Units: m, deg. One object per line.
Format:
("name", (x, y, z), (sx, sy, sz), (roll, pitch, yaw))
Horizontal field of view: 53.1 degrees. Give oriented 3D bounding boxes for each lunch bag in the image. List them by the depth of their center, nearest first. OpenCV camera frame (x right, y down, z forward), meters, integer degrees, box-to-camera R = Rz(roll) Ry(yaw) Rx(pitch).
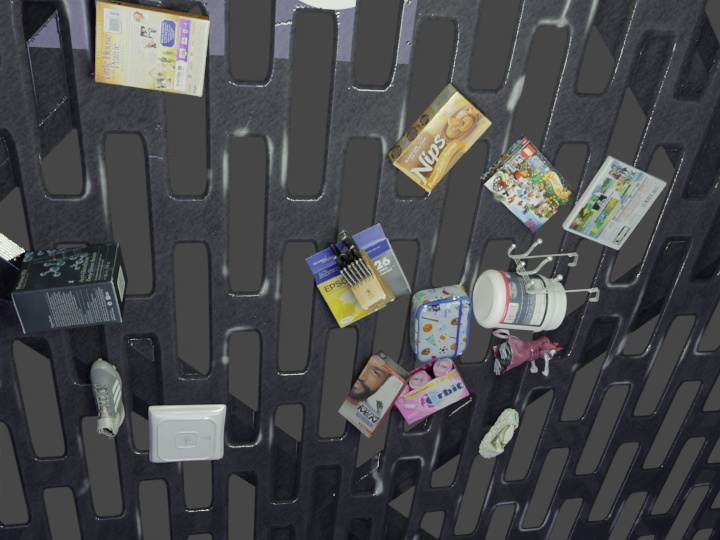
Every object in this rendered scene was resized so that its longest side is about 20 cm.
("lunch bag", (0.204, 0.131, 1.805), (0.157, 0.076, 0.203), (-7, 126, -11))

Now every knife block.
("knife block", (0.000, 0.000, 1.634), (0.063, 0.178, 0.200), (-29, 170, 9))

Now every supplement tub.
("supplement tub", (0.387, 0.076, 1.767), (0.196, 0.141, 0.142), (6, 123, -18))

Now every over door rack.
("over door rack", (0.467, -0.005, 1.729), (0.196, 0.149, 0.067), (6, 129, -16))

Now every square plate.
("square plate", (-0.454, 0.433, 1.886), (0.194, 0.029, 0.203), (1, 124, -13))

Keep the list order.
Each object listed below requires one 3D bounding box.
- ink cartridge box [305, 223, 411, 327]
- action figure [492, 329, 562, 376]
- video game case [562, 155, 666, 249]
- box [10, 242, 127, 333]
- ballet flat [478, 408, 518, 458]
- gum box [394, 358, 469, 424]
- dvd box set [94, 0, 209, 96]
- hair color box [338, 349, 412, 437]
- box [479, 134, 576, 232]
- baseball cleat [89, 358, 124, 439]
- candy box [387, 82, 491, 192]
("ink cartridge box", (-0.001, 0.016, 1.696), (0.195, 0.047, 0.202), (-25, 128, 5))
("action figure", (0.444, 0.211, 1.923), (0.196, 0.134, 0.152), (-13, 85, -19))
("video game case", (0.609, -0.158, 1.733), (0.179, 0.022, 0.202), (17, 119, -23))
("box", (-0.599, 0.034, 1.502), (0.196, 0.149, 0.109), (-7, 126, -9))
("ballet flat", (0.404, 0.491, 2.105), (0.070, 0.072, 0.203), (10, 122, -19))
("gum box", (0.178, 0.320, 1.932), (0.197, 0.067, 0.114), (-28, 127, 7))
("dvd box set", (-0.383, -0.406, 1.322), (0.196, 0.030, 0.149), (3, 123, -16))
("hair color box", (0.036, 0.320, 1.869), (0.110, 0.064, 0.202), (36, 116, 15))
("box", (0.383, -0.195, 1.644), (0.136, 0.038, 0.199), (-43, 122, 17))
("baseball cleat", (-0.604, 0.314, 1.720), (0.068, 0.107, 0.203), (-7, 124, -2))
("candy box", (0.166, -0.278, 1.524), (0.115, 0.056, 0.200), (32, 113, -30))
